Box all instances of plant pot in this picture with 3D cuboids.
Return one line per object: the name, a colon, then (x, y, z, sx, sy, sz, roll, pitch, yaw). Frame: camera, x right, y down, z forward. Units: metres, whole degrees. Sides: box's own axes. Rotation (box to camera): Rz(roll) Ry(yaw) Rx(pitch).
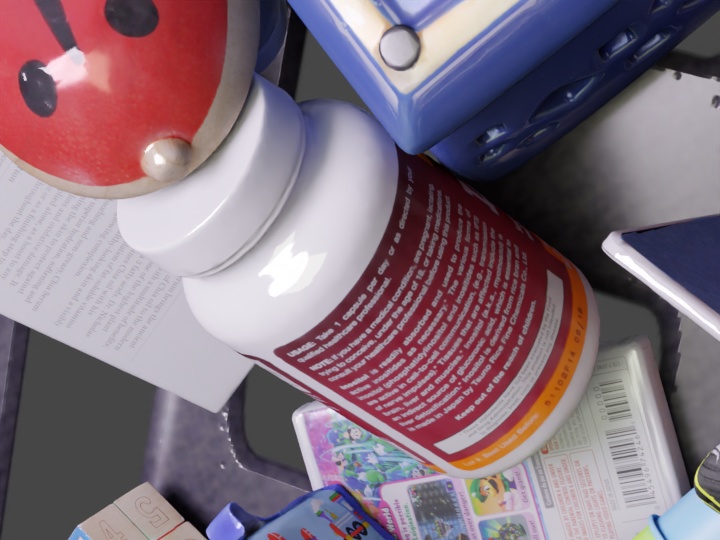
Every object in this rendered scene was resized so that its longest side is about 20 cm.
plant pot: (0.050, -0.163, 0.805, 0.200, 0.180, 0.200, -38, 85, 17)

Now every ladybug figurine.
ladybug figurine: (-0.114, -0.115, 0.814, 0.136, 0.072, 0.200, -39, 58, 9)

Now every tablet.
tablet: (0.197, 0.040, 0.808, 0.200, 0.130, 0.014, 40, 117, 25)

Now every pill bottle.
pill bottle: (0.000, 0.000, 0.863, 0.113, 0.113, 0.200, -35, 131, 27)

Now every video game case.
video game case: (0.075, 0.143, 0.969, 0.181, 0.024, 0.201, -13, 98, 26)

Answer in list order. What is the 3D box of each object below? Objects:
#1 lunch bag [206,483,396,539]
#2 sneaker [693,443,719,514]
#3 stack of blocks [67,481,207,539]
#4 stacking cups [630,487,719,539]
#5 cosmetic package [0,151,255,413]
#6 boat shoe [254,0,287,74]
lunch bag: (-0.001, 0.187, 0.916, 0.094, 0.150, 0.200, -43, 84, 26)
sneaker: (0.204, 0.090, 0.822, 0.075, 0.200, 0.077, 37, 99, 42)
stack of blocks: (-0.078, 0.219, 1.024, 0.200, 0.059, 0.115, 44, 126, 12)
stacking cups: (0.157, 0.113, 0.893, 0.200, 0.060, 0.061, -44, 83, 8)
cosmetic package: (-0.124, -0.028, 0.934, 0.200, 0.071, 0.102, 28, 116, -22)
boat shoe: (-0.092, -0.144, 0.903, 0.074, 0.068, 0.199, -44, 61, -4)
